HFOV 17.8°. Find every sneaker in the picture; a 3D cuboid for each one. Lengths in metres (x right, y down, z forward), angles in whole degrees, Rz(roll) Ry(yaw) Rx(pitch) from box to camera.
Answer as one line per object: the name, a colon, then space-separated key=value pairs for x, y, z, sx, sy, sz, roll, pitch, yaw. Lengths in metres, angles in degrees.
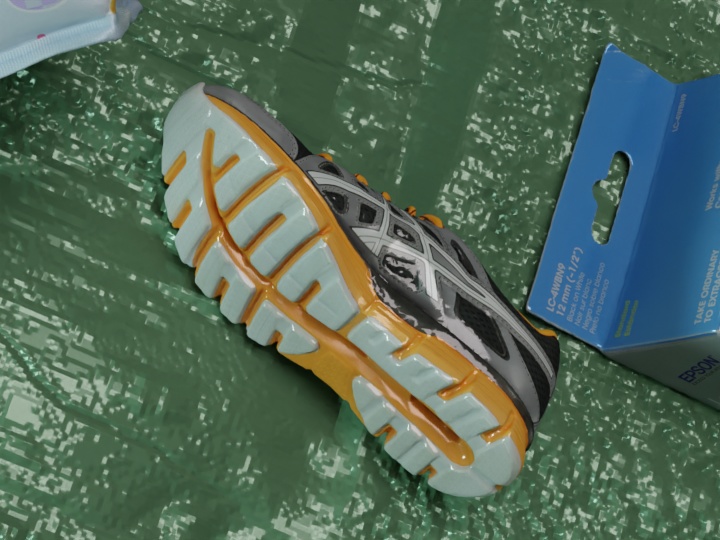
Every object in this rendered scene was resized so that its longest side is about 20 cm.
sneaker: x=0.000 y=0.000 z=0.923 sx=0.200 sy=0.078 sz=0.077 roll=47 pitch=47 yaw=-4

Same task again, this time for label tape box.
label tape box: x=0.187 y=-0.009 z=1.002 sx=0.199 sy=0.066 sz=0.144 roll=26 pitch=63 yaw=-13

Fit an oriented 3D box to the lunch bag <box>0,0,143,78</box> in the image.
lunch bag: x=-0.200 y=-0.135 z=0.833 sx=0.199 sy=0.127 sz=0.171 roll=-21 pitch=101 yaw=0
